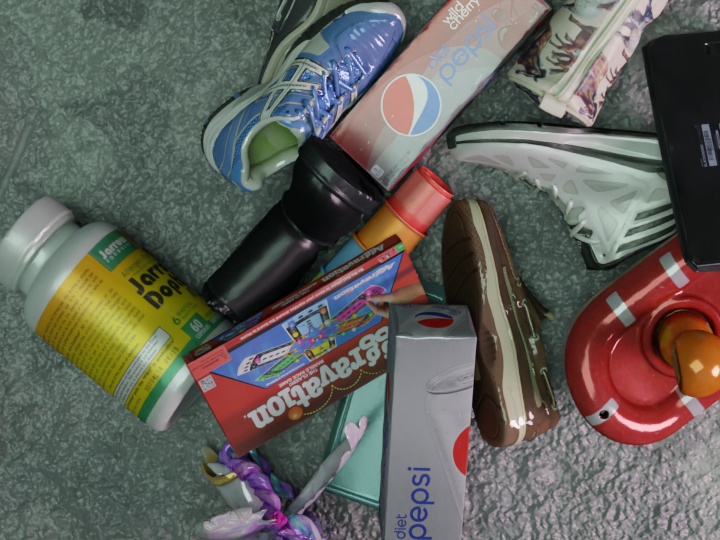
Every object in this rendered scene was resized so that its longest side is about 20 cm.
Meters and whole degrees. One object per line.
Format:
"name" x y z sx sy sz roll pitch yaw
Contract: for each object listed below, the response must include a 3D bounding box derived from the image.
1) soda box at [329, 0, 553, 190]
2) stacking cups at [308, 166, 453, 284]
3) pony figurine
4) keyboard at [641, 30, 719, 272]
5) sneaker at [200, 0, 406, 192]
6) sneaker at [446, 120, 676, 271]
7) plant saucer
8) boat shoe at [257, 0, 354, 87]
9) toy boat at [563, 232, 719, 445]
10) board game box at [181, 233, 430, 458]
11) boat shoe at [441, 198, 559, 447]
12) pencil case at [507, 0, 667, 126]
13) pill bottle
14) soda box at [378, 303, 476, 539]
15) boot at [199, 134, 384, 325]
"soda box" 0.067 -0.162 1.505 0.070 0.063 0.200 43 101 2
"stacking cups" 0.000 0.000 1.537 0.060 0.060 0.200 43 98 3
"pony figurine" -0.060 0.219 1.522 0.166 0.193 0.201 -26 86 -28
"keyboard" 0.295 -0.097 1.456 0.126 0.021 0.202 -5 71 -6
"sneaker" -0.037 -0.136 1.488 0.200 0.077 0.076 -43 126 8
"sneaker" 0.164 -0.059 1.494 0.198 0.076 0.117 6 96 7
"plant saucer" 0.019 0.103 1.569 0.069 0.019 0.202 18 98 7
"boat shoe" -0.035 -0.211 1.530 0.072 0.063 0.201 14 113 -34
"toy boat" 0.255 0.059 1.455 0.199 0.131 0.131 -38 104 12
"board game box" -0.036 0.062 1.503 0.199 0.019 0.104 -30 122 -6
"boat shoe" 0.120 0.040 1.527 0.074 0.075 0.205 -9 90 -24
"pencil case" 0.197 -0.204 1.447 0.077 0.089 0.201 35 91 1
"pill bottle" -0.209 0.031 1.552 0.199 0.113 0.113 39 101 4
"soda box" 0.053 0.130 1.511 0.067 0.064 0.202 1 113 -4
"boot" -0.061 -0.025 1.481 0.162 0.198 0.073 -44 85 5
